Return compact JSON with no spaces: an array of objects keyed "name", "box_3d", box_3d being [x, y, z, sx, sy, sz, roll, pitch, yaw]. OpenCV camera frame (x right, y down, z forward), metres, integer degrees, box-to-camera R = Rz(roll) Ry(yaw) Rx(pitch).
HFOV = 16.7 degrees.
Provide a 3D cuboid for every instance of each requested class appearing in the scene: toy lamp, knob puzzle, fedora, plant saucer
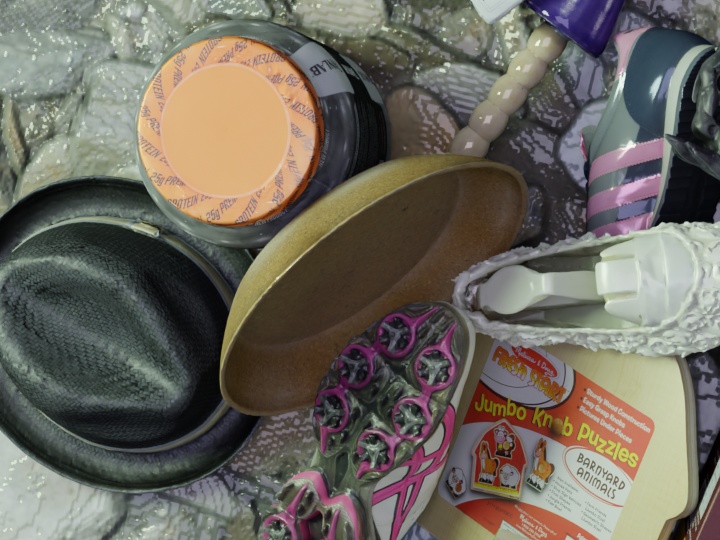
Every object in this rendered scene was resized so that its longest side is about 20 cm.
[{"name":"toy lamp","box_3d":[0.082,-0.096,1.404,0.058,0.058,0.200,39,99,6]},{"name":"knob puzzle","box_3d":[0.118,0.084,1.366,0.219,0.030,0.222,-5,82,44]},{"name":"fedora","box_3d":[-0.148,0.039,1.419,0.199,0.092,0.202,0,91,9]},{"name":"plant saucer","box_3d":[0.000,0.000,1.324,0.200,0.200,0.036,-40,67,7]}]

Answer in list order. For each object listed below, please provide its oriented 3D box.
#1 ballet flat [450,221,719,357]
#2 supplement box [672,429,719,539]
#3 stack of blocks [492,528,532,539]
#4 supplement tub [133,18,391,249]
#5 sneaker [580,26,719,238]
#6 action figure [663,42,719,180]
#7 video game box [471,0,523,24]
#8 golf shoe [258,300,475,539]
[{"name":"ballet flat","box_3d":[0.128,0.012,1.298,0.199,0.071,0.072,-9,89,43]},{"name":"supplement box","box_3d":[0.264,0.093,1.306,0.132,0.197,0.201,23,95,6]},{"name":"stack of blocks","box_3d":[0.144,0.230,1.292,0.199,0.059,0.116,20,118,12]},{"name":"supplement tub","box_3d":[-0.054,-0.073,1.350,0.121,0.200,0.124,0,91,8]},{"name":"sneaker","box_3d":[0.155,-0.041,1.397,0.082,0.070,0.201,30,108,44]},{"name":"action figure","box_3d":[0.232,-0.104,1.290,0.118,0.102,0.202,17,85,-18]},{"name":"video game box","box_3d":[0.089,-0.263,1.329,0.200,0.047,0.182,-35,106,26]},{"name":"golf shoe","box_3d":[0.014,0.093,1.375,0.073,0.092,0.201,41,121,22]}]
